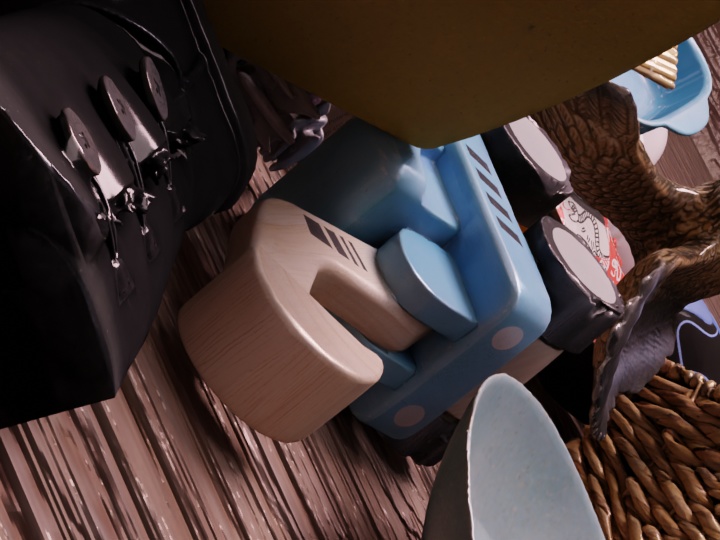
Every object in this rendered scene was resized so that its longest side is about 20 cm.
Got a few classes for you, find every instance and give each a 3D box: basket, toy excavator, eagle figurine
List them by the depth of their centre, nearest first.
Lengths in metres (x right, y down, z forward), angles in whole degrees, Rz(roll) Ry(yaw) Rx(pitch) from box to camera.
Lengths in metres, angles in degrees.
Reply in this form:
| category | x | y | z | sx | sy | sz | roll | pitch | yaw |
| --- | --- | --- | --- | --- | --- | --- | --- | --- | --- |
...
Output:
| category | x | y | z | sx | sy | sz | roll | pitch | yaw |
| --- | --- | --- | --- | --- | --- | --- | --- | --- | --- |
| toy excavator | 0.000 | 0.000 | 0.750 | 0.199 | 0.100 | 0.195 | 30 | 30 | -41 |
| eagle figurine | 0.134 | -0.016 | 0.934 | 0.199 | 0.152 | 0.152 | 0 | 25 | -39 |
| basket | 0.165 | 0.160 | 1.067 | 0.142 | 0.149 | 0.200 | 27 | -17 | 47 |

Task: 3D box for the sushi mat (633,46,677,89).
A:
| category | x | y | z | sx | sy | sz | roll | pitch | yaw |
| --- | --- | --- | --- | --- | --- | --- | --- | --- | --- |
| sushi mat | 0.061 | -0.153 | 0.876 | 0.199 | 0.012 | 0.096 | 22 | 71 | -31 |

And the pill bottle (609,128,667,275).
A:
| category | x | y | z | sx | sy | sz | roll | pitch | yaw |
| --- | --- | --- | --- | --- | --- | --- | --- | --- | --- |
| pill bottle | 0.102 | -0.086 | 1.198 | 0.201 | 0.119 | 0.120 | 60 | 14 | -9 |

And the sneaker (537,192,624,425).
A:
| category | x | y | z | sx | sy | sz | roll | pitch | yaw |
| --- | --- | --- | --- | --- | --- | --- | --- | --- | --- |
| sneaker | 0.120 | -0.003 | 1.118 | 0.201 | 0.067 | 0.108 | 48 | 56 | -37 |

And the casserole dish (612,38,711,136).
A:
| category | x | y | z | sx | sy | sz | roll | pitch | yaw |
| --- | --- | --- | --- | --- | --- | --- | --- | --- | --- |
| casserole dish | 0.100 | -0.142 | 1.086 | 0.201 | 0.039 | 0.121 | 55 | 35 | 4 |

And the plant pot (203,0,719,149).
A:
| category | x | y | z | sx | sy | sz | roll | pitch | yaw |
| --- | --- | --- | --- | --- | --- | --- | --- | --- | --- |
| plant pot | 0.021 | -0.161 | 0.713 | 0.199 | 0.176 | 0.201 | 26 | 46 | -20 |

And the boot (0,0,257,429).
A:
| category | x | y | z | sx | sy | sz | roll | pitch | yaw |
| --- | --- | --- | --- | --- | --- | --- | --- | --- | --- |
| boot | -0.095 | -0.061 | 0.564 | 0.165 | 0.065 | 0.200 | 57 | 18 | -10 |

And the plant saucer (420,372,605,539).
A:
| category | x | y | z | sx | sy | sz | roll | pitch | yaw |
| --- | --- | --- | --- | --- | --- | --- | --- | --- | --- |
| plant saucer | 0.057 | 0.137 | 0.721 | 0.201 | 0.038 | 0.203 | -17 | 90 | -73 |

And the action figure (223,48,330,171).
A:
| category | x | y | z | sx | sy | sz | roll | pitch | yaw |
| --- | --- | --- | --- | --- | --- | --- | --- | --- | --- |
| action figure | -0.043 | -0.107 | 0.824 | 0.131 | 0.069 | 0.200 | 66 | 25 | -9 |

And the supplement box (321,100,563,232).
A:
| category | x | y | z | sx | sy | sz | roll | pitch | yaw |
| --- | --- | --- | --- | --- | --- | --- | --- | --- | --- |
| supplement box | 0.026 | -0.075 | 0.995 | 0.126 | 0.073 | 0.201 | 47 | 19 | -48 |

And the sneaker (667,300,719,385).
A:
| category | x | y | z | sx | sy | sz | roll | pitch | yaw |
| --- | --- | --- | --- | --- | --- | --- | --- | --- | --- |
| sneaker | 0.187 | 0.098 | 1.199 | 0.078 | 0.070 | 0.201 | -104 | 173 | -55 |
